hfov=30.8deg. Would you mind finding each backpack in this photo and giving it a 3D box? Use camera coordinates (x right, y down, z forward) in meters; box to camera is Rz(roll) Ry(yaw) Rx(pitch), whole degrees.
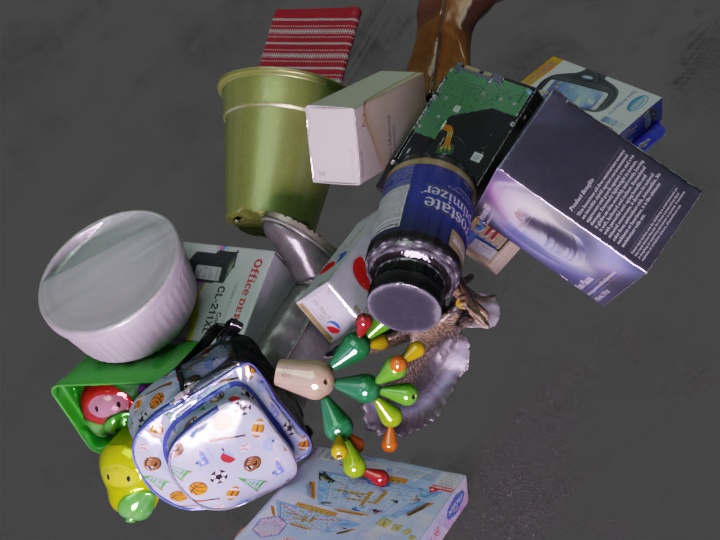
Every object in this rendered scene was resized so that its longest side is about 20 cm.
[{"bbox_3d":[-0.171,0.192,1.530,0.190,0.200,0.154,-28,26,9],"label":"backpack"}]

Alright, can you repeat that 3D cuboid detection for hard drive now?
[{"bbox_3d":[0.126,-0.159,1.656,0.140,0.038,0.200,25,80,37],"label":"hard drive"}]

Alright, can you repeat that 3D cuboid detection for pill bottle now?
[{"bbox_3d":[0.067,-0.032,1.501,0.112,0.112,0.200,-5,47,22],"label":"pill bottle"}]

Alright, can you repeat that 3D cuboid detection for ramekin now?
[{"bbox_3d":[-0.300,0.027,1.666,0.202,0.094,0.203,-13,47,14],"label":"ramekin"}]

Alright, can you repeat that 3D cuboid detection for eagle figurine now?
[{"bbox_3d":[0.064,0.083,1.585,0.200,0.151,0.152,-54,4,23],"label":"eagle figurine"}]

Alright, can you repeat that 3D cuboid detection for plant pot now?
[{"bbox_3d":[-0.108,-0.146,1.762,0.200,0.200,0.190,1,75,25],"label":"plant pot"}]

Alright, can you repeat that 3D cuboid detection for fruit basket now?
[{"bbox_3d":[-0.282,0.202,1.651,0.215,0.156,0.216,-14,39,12],"label":"fruit basket"}]

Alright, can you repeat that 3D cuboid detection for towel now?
[{"bbox_3d":[-0.083,-0.305,1.929,0.144,0.022,0.200,3,65,24],"label":"towel"}]

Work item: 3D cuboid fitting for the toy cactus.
[{"bbox_3d":[-0.017,0.136,1.491,0.165,0.102,0.200,10,94,6],"label":"toy cactus"}]

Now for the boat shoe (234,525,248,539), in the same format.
[{"bbox_3d":[-0.065,0.331,1.509,0.200,0.072,0.076,10,66,29],"label":"boat shoe"}]

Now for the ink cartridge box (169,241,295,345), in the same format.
[{"bbox_3d":[-0.200,0.044,1.735,0.200,0.083,0.146,5,63,28],"label":"ink cartridge box"}]

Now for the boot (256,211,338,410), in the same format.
[{"bbox_3d":[-0.096,0.050,1.651,0.182,0.073,0.200,37,78,-10],"label":"boot"}]

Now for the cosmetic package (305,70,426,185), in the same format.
[{"bbox_3d":[0.012,-0.188,1.701,0.073,0.104,0.200,6,24,27],"label":"cosmetic package"}]

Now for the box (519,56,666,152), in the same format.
[{"bbox_3d":[0.286,-0.200,1.661,0.200,0.042,0.119,28,56,38],"label":"box"}]

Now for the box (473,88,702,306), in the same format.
[{"bbox_3d":[0.248,-0.076,1.486,0.198,0.200,0.123,36,78,5],"label":"box"}]

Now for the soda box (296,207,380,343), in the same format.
[{"bbox_3d":[0.000,0.000,1.613,0.064,0.068,0.200,-33,13,38],"label":"soda box"}]

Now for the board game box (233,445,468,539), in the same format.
[{"bbox_3d":[-0.009,0.283,1.468,0.200,0.041,0.200,7,30,29],"label":"board game box"}]

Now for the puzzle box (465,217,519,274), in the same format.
[{"bbox_3d":[0.144,-0.095,1.656,0.133,0.025,0.200,-48,51,-7],"label":"puzzle box"}]

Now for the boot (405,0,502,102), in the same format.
[{"bbox_3d":[0.151,-0.331,1.808,0.188,0.068,0.200,-1,62,24],"label":"boot"}]
